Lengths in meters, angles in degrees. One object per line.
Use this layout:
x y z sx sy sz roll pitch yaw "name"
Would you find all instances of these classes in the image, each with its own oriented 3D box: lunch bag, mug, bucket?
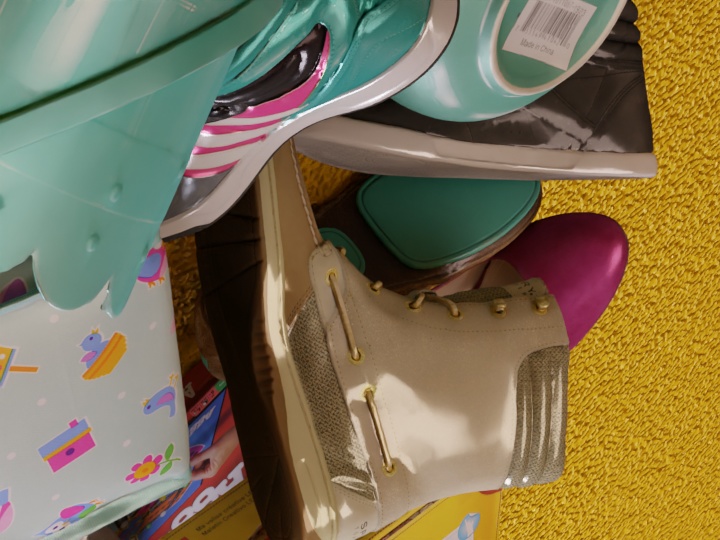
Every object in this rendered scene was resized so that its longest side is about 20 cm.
-0.175 0.047 0.977 0.199 0.122 0.171 -26 144 -21 "lunch bag"
0.061 -0.149 1.070 0.184 0.114 0.153 -35 145 -21 "mug"
-0.131 -0.091 0.817 0.207 0.207 0.135 21 101 -57 "bucket"

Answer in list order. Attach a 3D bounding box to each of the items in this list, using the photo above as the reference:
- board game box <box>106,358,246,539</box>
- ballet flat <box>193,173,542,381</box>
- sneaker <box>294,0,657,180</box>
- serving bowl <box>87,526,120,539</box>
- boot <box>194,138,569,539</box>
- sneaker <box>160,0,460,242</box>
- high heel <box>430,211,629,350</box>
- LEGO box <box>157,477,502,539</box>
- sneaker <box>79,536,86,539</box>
-0.126 0.140 1.229 0.200 0.019 0.103 -45 149 -8 "board game box"
0.000 0.000 1.208 0.199 0.068 0.072 -31 164 -28 "ballet flat"
0.051 -0.095 1.172 0.198 0.071 0.100 1 88 -26 "sneaker"
-0.171 0.210 1.164 0.199 0.066 0.201 -27 136 -29 "serving bowl"
0.013 0.015 1.126 0.154 0.072 0.202 -13 93 -25 "boot"
-0.071 -0.079 0.977 0.199 0.084 0.120 -32 147 29 "sneaker"
0.042 0.032 1.232 0.199 0.068 0.096 -28 174 37 "high heel"
-0.024 0.167 1.189 0.199 0.077 0.150 -33 139 -36 "LEGO box"
-0.157 0.136 1.081 0.200 0.075 0.088 -51 128 -36 "sneaker"
